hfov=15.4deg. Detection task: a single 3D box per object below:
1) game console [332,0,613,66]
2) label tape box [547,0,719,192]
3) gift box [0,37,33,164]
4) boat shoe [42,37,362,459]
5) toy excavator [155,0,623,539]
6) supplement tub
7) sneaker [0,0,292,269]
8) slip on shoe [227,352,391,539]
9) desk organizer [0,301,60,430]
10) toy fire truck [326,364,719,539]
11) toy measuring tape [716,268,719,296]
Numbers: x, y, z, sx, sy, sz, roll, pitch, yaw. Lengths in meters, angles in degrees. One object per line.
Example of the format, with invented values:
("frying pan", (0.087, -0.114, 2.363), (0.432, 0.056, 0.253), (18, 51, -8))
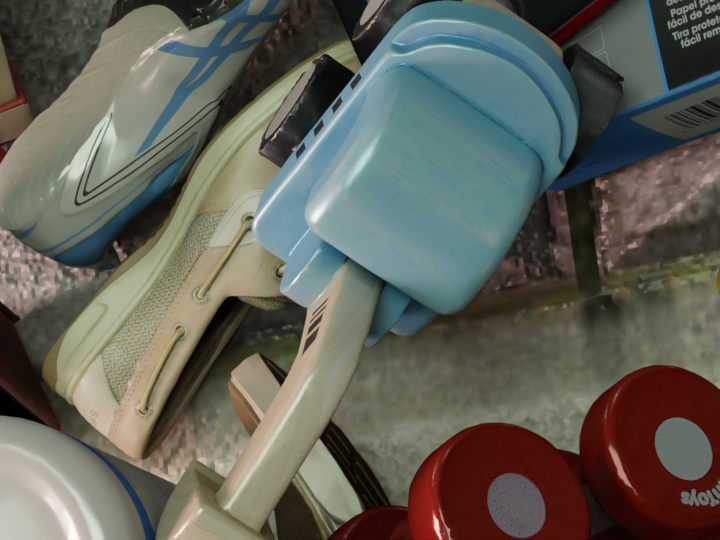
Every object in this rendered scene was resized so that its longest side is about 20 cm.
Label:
("game console", (0.047, -0.177, 1.080), (0.177, 0.031, 0.200), (-39, 60, 30))
("label tape box", (0.104, -0.150, 1.090), (0.143, 0.066, 0.201), (-21, 72, 34))
("gift box", (-0.234, -0.124, 1.153), (0.199, 0.187, 0.185), (-16, 69, -7))
("boat shoe", (-0.049, -0.009, 1.126), (0.065, 0.072, 0.200), (41, 94, 13))
("toy excavator", (0.000, 0.000, 0.982), (0.100, 0.200, 0.195), (34, 119, -10))
("supplement tub", (-0.114, 0.136, 1.037), (0.131, 0.200, 0.133), (-4, 76, 17))
("sneaker", (-0.077, -0.083, 1.133), (0.200, 0.072, 0.072), (-48, 43, 19))
("slip on shoe", (-0.007, 0.126, 1.077), (0.060, 0.076, 0.200), (-35, 77, 6))
("desk organizer", (-0.212, 0.014, 1.091), (0.072, 0.200, 0.077), (-37, 46, 5))
("toy fire truck", (0.083, 0.141, 0.989), (0.199, 0.112, 0.168), (-16, 74, -34))
("toy measuring tape", (0.223, 0.056, 1.033), (0.200, 0.074, 0.074), (31, 87, 4))
